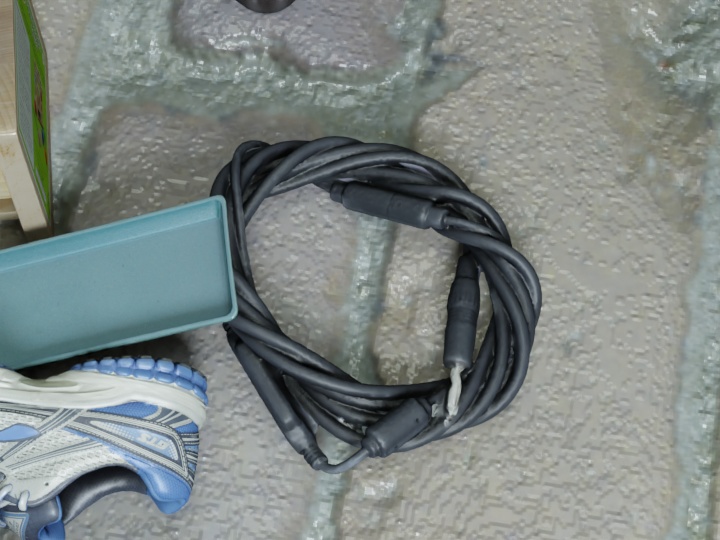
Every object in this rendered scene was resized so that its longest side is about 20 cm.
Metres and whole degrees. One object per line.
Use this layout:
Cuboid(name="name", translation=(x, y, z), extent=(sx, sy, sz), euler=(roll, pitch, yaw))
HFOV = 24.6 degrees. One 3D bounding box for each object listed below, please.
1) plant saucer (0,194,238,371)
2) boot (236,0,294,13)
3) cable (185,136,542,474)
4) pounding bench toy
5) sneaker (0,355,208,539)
Cuboid(name="plant saucer", translation=(-0.158, 0.017, 0.855), extent=(0.200, 0.019, 0.070), euler=(-13, 65, 10))
Cuboid(name="boot", translation=(-0.106, -0.248, 0.904), extent=(0.068, 0.200, 0.188), euler=(-39, 72, -16))
Cuboid(name="cable", translation=(0.000, 0.000, 0.874), extent=(0.163, 0.051, 0.200), euler=(-28, 68, -11))
Cuboid(name="pounding bench toy", translation=(-0.249, -0.103, 0.836), extent=(0.156, 0.200, 0.124), euler=(-5, 66, -4))
Cuboid(name="sneaker", translation=(-0.175, 0.093, 0.818), extent=(0.200, 0.077, 0.085), euler=(-4, 70, -2))
